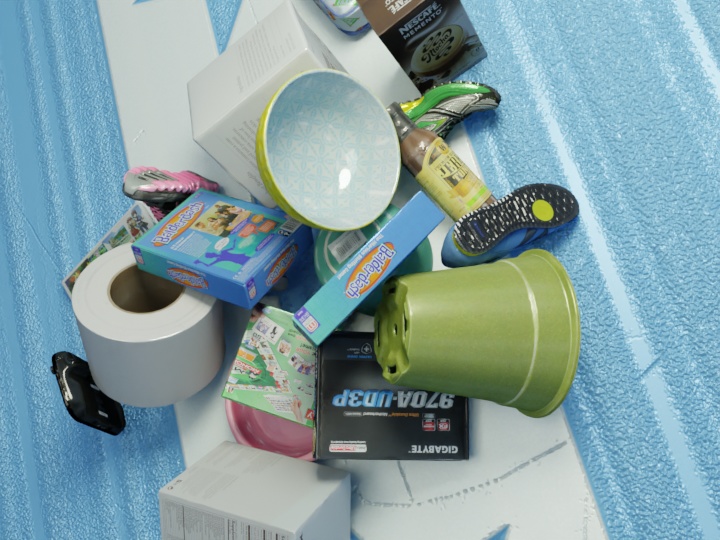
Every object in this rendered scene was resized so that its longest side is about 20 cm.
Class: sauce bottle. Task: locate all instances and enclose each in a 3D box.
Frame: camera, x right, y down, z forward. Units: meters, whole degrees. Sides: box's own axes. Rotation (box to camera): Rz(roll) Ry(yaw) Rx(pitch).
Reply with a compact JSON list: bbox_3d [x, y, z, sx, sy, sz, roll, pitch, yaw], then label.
[{"bbox_3d":[0.099,-0.139,1.022,0.065,0.065,0.200,-44,92,9],"label":"sauce bottle"}]

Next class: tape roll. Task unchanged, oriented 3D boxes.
[{"bbox_3d":[-0.296,0.073,1.093,0.200,0.140,0.204,3,43,-2],"label":"tape roll"}]

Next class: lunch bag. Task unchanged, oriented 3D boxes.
[{"bbox_3d":[-0.012,-0.467,1.173,0.160,0.075,0.200,-42,66,8],"label":"lunch bag"}]

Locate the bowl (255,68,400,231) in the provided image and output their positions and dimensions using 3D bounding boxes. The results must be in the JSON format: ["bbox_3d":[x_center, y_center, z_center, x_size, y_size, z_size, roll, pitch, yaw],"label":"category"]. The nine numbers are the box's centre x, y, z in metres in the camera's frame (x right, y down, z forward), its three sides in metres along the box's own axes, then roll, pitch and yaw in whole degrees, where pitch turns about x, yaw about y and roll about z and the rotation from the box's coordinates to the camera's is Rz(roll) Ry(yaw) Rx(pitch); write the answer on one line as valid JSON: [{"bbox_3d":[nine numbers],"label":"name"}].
[{"bbox_3d":[-0.058,-0.144,0.982,0.107,0.199,0.202,-8,73,56],"label":"bowl"}]

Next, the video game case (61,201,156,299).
[{"bbox_3d":[-0.387,0.019,1.261,0.200,0.022,0.183,-44,66,10],"label":"video game case"}]

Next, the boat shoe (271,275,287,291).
[{"bbox_3d":[-0.194,-0.017,1.156,0.198,0.073,0.067,11,84,25],"label":"boat shoe"}]

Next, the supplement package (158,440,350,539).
[{"bbox_3d":[-0.132,0.338,0.990,0.198,0.152,0.152,8,107,24],"label":"supplement package"}]

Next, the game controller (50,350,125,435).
[{"bbox_3d":[-0.402,0.186,1.141,0.042,0.200,0.105,-15,70,-2],"label":"game controller"}]

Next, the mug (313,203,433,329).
[{"bbox_3d":[0.010,-0.004,1.044,0.151,0.114,0.187,3,80,24],"label":"mug"}]

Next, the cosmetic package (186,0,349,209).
[{"bbox_3d":[-0.117,-0.233,1.089,0.199,0.167,0.167,-34,41,13],"label":"cosmetic package"}]

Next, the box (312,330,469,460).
[{"bbox_3d":[0.038,0.161,0.982,0.198,0.046,0.161,4,78,-10],"label":"box"}]

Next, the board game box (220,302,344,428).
[{"bbox_3d":[-0.069,0.136,1.020,0.198,0.029,0.136,19,77,2],"label":"board game box"}]

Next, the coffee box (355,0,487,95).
[{"bbox_3d":[0.085,-0.329,1.032,0.113,0.200,0.080,-33,68,14],"label":"coffee box"}]

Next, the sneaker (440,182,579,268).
[{"bbox_3d":[0.188,-0.055,0.985,0.199,0.079,0.066,-22,72,-21],"label":"sneaker"}]

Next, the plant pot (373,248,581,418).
[{"bbox_3d":[0.121,0.070,0.892,0.188,0.200,0.202,3,77,-18],"label":"plant pot"}]

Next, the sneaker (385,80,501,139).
[{"bbox_3d":[0.107,-0.203,1.074,0.199,0.078,0.086,-19,79,28],"label":"sneaker"}]

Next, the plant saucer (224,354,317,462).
[{"bbox_3d":[-0.097,0.177,1.088,0.199,0.051,0.203,-5,77,21],"label":"plant saucer"}]

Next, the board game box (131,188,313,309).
[{"bbox_3d":[-0.188,-0.036,1.052,0.198,0.045,0.152,18,46,27],"label":"board game box"}]

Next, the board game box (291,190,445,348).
[{"bbox_3d":[0.004,0.005,0.895,0.200,0.152,0.045,-44,88,-7],"label":"board game box"}]

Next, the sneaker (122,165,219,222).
[{"bbox_3d":[-0.289,-0.101,1.155,0.079,0.200,0.096,29,103,19],"label":"sneaker"}]
